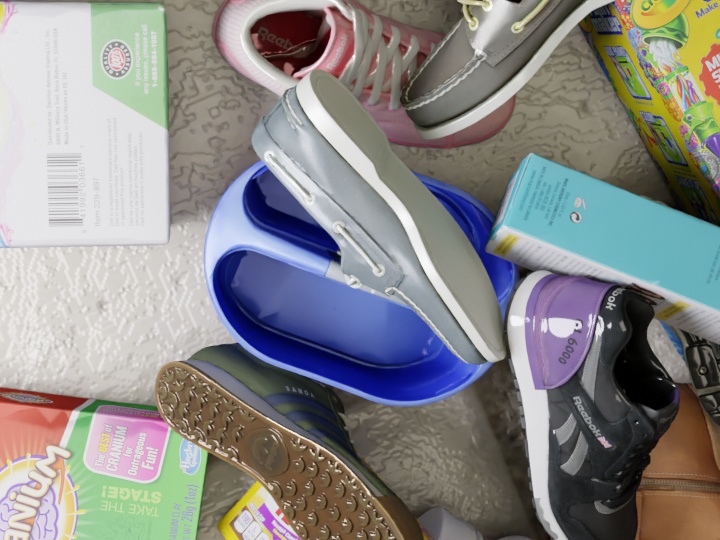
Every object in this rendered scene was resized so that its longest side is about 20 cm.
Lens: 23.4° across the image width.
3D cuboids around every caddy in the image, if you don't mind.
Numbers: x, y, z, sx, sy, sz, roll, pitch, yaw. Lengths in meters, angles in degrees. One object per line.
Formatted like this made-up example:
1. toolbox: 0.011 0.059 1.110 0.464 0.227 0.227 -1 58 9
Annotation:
1. caddy: 0.000 0.000 1.080 0.199 0.105 0.142 20 97 -9

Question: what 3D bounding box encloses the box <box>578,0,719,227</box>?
1. box: 0.266 -0.143 1.083 0.199 0.122 0.193 -32 100 -1

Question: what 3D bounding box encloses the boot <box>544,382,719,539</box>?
1. boot: 0.200 0.175 1.141 0.154 0.077 0.201 -6 95 -10

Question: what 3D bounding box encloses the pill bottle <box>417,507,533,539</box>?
1. pill bottle: 0.109 0.242 1.123 0.200 0.120 0.120 33 94 -10

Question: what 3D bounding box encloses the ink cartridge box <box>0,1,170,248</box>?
1. ink cartridge box: -0.216 -0.089 1.052 0.199 0.088 0.146 -2 98 -8

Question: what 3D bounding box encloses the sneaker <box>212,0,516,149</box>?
1. sneaker: 0.007 -0.122 1.065 0.199 0.105 0.076 17 94 -10

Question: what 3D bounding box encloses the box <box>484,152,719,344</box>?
1. box: 0.177 -0.004 1.021 0.199 0.082 0.049 21 80 -1

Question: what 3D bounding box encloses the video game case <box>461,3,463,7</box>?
1. video game case: 0.137 -0.229 1.051 0.200 0.143 0.019 -39 69 1

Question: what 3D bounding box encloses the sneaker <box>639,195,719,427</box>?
1. sneaker: 0.231 0.029 1.116 0.078 0.090 0.200 -37 90 17

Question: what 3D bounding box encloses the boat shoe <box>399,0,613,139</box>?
1. boat shoe: 0.093 -0.158 1.006 0.202 0.072 0.060 -41 123 19

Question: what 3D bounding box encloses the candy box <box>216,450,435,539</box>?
1. candy box: -0.004 0.186 1.076 0.102 0.200 0.026 -46 138 0

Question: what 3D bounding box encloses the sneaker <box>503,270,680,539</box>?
1. sneaker: 0.148 0.097 1.032 0.076 0.087 0.201 -43 127 -40

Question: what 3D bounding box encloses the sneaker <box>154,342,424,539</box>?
1. sneaker: -0.027 0.107 1.075 0.200 0.090 0.067 36 122 18

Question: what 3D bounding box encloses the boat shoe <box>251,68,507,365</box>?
1. boat shoe: 0.012 -0.021 1.015 0.062 0.073 0.200 -34 98 23

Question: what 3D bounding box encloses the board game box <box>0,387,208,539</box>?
1. board game box: -0.203 0.157 1.114 0.199 0.040 0.154 7 98 -8
